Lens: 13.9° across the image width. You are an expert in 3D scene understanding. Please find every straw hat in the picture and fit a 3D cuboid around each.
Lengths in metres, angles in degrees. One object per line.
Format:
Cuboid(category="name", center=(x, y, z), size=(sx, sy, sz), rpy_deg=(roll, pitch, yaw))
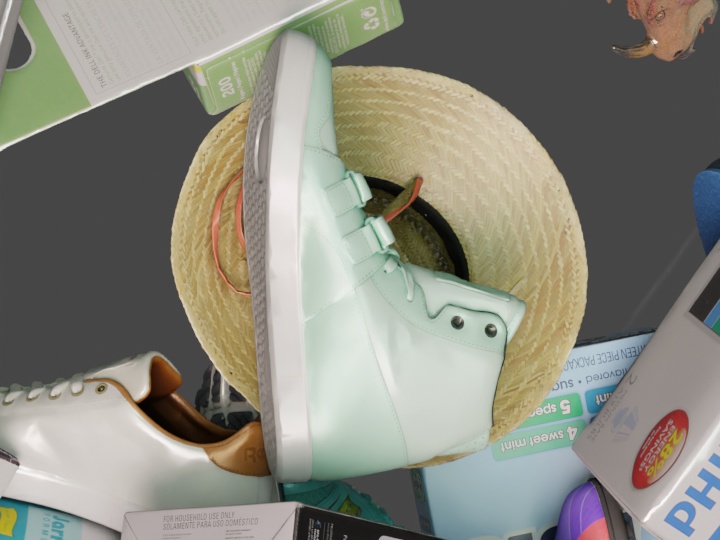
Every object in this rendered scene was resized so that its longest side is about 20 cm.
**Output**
Cuboid(category="straw hat", center=(0.000, 0.000, 1.402), size=(0.201, 0.085, 0.201), rpy_deg=(3, 81, -16))

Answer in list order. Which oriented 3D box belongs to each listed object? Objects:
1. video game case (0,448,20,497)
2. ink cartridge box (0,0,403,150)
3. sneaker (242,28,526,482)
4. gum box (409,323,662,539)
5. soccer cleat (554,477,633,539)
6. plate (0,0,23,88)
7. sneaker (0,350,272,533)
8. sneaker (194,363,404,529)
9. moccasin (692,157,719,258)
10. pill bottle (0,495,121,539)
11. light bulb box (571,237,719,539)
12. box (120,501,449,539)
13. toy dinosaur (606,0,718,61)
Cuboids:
Cuboid(category="video game case", center=(-0.264, 0.036, 1.280), size=(0.200, 0.181, 0.036), rpy_deg=(28, 86, 18))
Cuboid(category="ink cartridge box", center=(-0.100, -0.134, 1.371), size=(0.200, 0.048, 0.146), rpy_deg=(-26, 57, -7))
Cuboid(category="sneaker", center=(0.011, -0.009, 1.322), size=(0.118, 0.074, 0.201), rpy_deg=(-4, 92, -11))
Cuboid(category="gum box", center=(0.118, 0.134, 1.445), size=(0.170, 0.045, 0.200), rpy_deg=(-12, 92, -8))
Cuboid(category="soccer cleat", center=(0.095, 0.198, 1.389), size=(0.073, 0.068, 0.200), rpy_deg=(0, 94, -3))
Cuboid(category="plate", center=(-0.224, -0.088, 1.339), size=(0.032, 0.200, 0.200), rpy_deg=(17, 86, -48))
Cuboid(category="sneaker", center=(-0.131, 0.067, 1.369), size=(0.200, 0.073, 0.085), rpy_deg=(16, 102, 11))
Cuboid(category="sneaker", center=(-0.023, 0.129, 1.420), size=(0.080, 0.077, 0.200), rpy_deg=(-26, 100, -27))
Cuboid(category="moccasin", center=(0.229, 0.023, 1.456), size=(0.068, 0.080, 0.200), rpy_deg=(-32, 109, -12))
Cuboid(category="pill bottle", center=(-0.178, 0.157, 1.364), size=(0.200, 0.111, 0.111), rpy_deg=(13, 88, -9))
Cuboid(category="light bulb box", center=(0.241, 0.070, 1.361), size=(0.200, 0.125, 0.198), rpy_deg=(34, 94, -18))
Cuboid(category="box", center=(0.001, 0.151, 1.308), size=(0.200, 0.117, 0.060), rpy_deg=(18, 71, -41))
Cuboid(category="toy dinosaur", center=(0.116, -0.202, 1.428), size=(0.200, 0.086, 0.136), rpy_deg=(41, 91, -2))
